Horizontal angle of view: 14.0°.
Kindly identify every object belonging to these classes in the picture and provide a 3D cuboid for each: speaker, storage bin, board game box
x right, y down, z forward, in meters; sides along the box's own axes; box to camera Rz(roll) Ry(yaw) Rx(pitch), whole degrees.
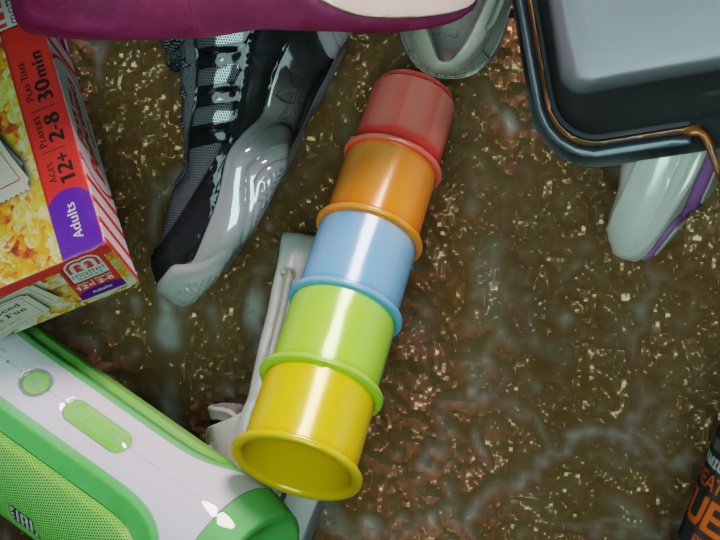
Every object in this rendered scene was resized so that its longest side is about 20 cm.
[{"bbox_3d":[-0.125,0.089,1.324,0.199,0.088,0.089,33,100,25],"label":"speaker"},{"bbox_3d":[0.158,-0.111,1.219,0.198,0.134,0.147,-9,88,8],"label":"storage bin"},{"bbox_3d":[-0.215,-0.028,1.328,0.199,0.046,0.152,-23,62,6],"label":"board game box"}]

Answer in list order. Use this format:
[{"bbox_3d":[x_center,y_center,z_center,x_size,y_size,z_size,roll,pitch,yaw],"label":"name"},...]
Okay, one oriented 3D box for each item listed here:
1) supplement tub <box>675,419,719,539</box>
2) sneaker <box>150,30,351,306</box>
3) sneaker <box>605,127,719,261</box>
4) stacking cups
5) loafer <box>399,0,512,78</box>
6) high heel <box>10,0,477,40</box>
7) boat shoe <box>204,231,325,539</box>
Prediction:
[{"bbox_3d":[0.207,0.099,1.331,0.106,0.107,0.201,19,99,0],"label":"supplement tub"},{"bbox_3d":[-0.074,-0.092,1.336,0.113,0.075,0.201,26,93,0],"label":"sneaker"},{"bbox_3d":[0.133,-0.106,1.328,0.099,0.075,0.201,15,91,8],"label":"sneaker"},{"bbox_3d":[0.000,0.000,1.301,0.060,0.061,0.201,18,65,0],"label":"stacking cups"},{"bbox_3d":[0.048,-0.187,1.313,0.069,0.070,0.202,1,98,3],"label":"loafer"},{"bbox_3d":[-0.052,-0.121,1.280,0.198,0.096,0.068,3,62,-17],"label":"high heel"},{"bbox_3d":[-0.043,0.080,1.360,0.065,0.072,0.201,19,98,4],"label":"boat shoe"}]
